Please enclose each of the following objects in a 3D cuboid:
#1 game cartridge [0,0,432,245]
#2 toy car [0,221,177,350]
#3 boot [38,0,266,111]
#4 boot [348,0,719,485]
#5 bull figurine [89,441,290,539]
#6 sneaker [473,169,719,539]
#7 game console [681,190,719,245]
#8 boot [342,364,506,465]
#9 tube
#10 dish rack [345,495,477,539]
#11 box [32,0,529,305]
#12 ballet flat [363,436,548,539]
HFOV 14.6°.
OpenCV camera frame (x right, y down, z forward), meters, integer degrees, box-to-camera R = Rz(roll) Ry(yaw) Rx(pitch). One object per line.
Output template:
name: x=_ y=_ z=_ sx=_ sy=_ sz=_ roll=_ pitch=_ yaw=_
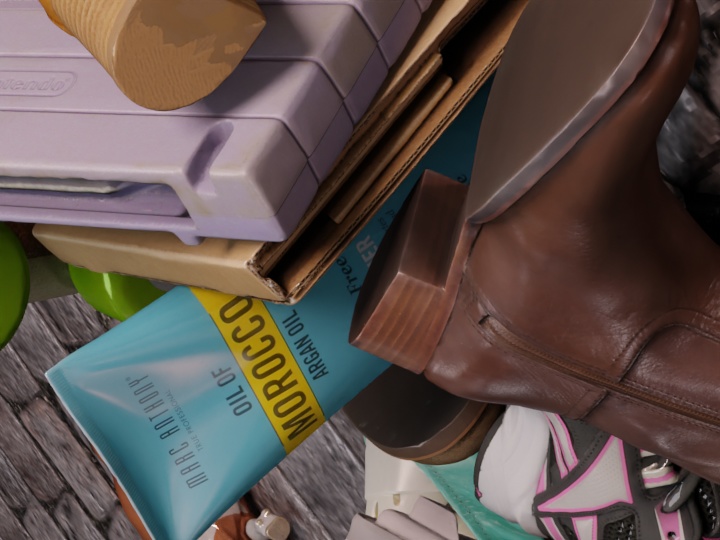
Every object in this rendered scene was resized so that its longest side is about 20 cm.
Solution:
game cartridge: x=-0.073 y=-0.066 z=0.790 sx=0.199 sy=0.130 sz=0.038 roll=4 pitch=136 yaw=37
toy car: x=-0.142 y=-0.087 z=0.961 sx=0.164 sy=0.157 sz=0.201 roll=20 pitch=115 yaw=49
boot: x=-0.024 y=-0.147 z=0.728 sx=0.071 sy=0.201 sz=0.144 roll=31 pitch=-163 yaw=-35
boot: x=0.116 y=0.007 z=0.717 sx=0.199 sy=0.065 sz=0.186 roll=23 pitch=151 yaw=-9
bull figurine: x=-0.089 y=0.136 z=1.581 sx=0.200 sy=0.065 sz=0.121 roll=54 pitch=159 yaw=-7
sneaker: x=0.090 y=0.040 z=0.864 sx=0.086 sy=0.080 sz=0.200 roll=38 pitch=163 yaw=21
game console: x=0.118 y=0.050 z=0.929 sx=0.177 sy=0.031 sz=0.200 roll=59 pitch=162 yaw=-17
boot: x=0.034 y=0.029 z=1.005 sx=0.076 sy=0.074 sz=0.200 roll=47 pitch=-172 yaw=-18
tube: x=0.000 y=0.000 z=0.855 sx=0.078 sy=0.200 sz=0.050 roll=59 pitch=163 yaw=-24
dish rack: x=0.093 y=0.132 z=0.951 sx=0.171 sy=0.044 sz=0.200 roll=24 pitch=179 yaw=-39
box: x=-0.012 y=-0.062 z=0.833 sx=0.021 sy=0.164 sz=0.200 roll=44 pitch=167 yaw=-19
ballet flat: x=0.044 y=0.113 z=1.175 sx=0.200 sy=0.070 sz=0.067 roll=52 pitch=164 yaw=6
